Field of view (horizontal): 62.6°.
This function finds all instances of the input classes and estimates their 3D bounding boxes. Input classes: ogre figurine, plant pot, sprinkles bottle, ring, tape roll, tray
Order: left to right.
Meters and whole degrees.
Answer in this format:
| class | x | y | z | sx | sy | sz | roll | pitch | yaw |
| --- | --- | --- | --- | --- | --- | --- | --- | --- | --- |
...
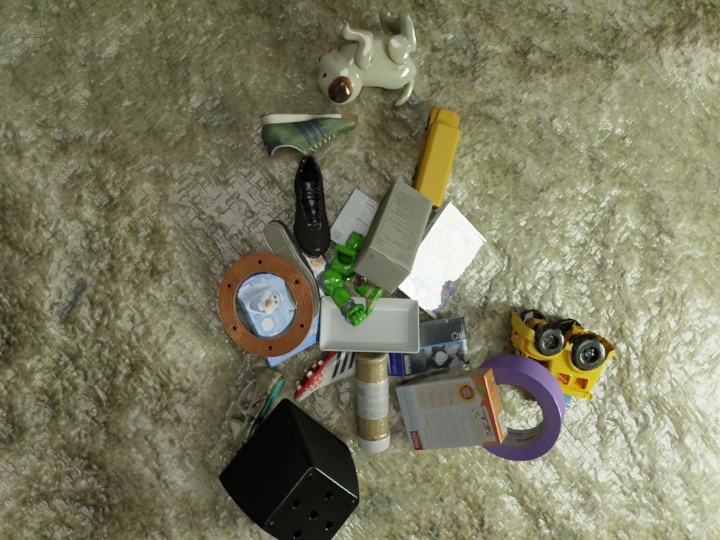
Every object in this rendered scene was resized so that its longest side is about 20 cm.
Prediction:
| class | x | y | z | sx | sy | sz | roll | pitch | yaw |
| --- | --- | --- | --- | --- | --- | --- | --- | --- | --- |
| ring | -0.181 | 0.066 | 1.136 | 0.195 | 0.019 | 0.206 | 2 | 100 | 13 |
| plant pot | -0.116 | 0.403 | 1.099 | 0.201 | 0.177 | 0.199 | -48 | 116 | -5 |
| ogre figurine | 0.000 | 0.000 | 1.146 | 0.118 | 0.098 | 0.202 | 31 | 80 | 8 |
| tray | 0.018 | 0.108 | 1.165 | 0.195 | 0.022 | 0.110 | 2 | 71 | -3 |
| sprinkles bottle | 0.024 | 0.257 | 1.177 | 0.067 | 0.068 | 0.205 | -4 | 106 | -8 |
| tape roll | 0.306 | 0.276 | 1.189 | 0.196 | 0.065 | 0.205 | 9 | 111 | 24 |

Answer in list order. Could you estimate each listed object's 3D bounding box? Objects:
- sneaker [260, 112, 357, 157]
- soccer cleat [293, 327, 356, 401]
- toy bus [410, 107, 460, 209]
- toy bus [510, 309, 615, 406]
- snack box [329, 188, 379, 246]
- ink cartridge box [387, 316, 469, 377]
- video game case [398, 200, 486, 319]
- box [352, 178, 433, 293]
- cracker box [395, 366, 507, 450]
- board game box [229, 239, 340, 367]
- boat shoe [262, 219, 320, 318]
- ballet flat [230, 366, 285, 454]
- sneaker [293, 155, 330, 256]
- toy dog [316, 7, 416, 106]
| class | x | y | z | sx | sy | sz | roll | pitch | yaw |
| --- | --- | --- | --- | --- | --- | --- | --- | --- | --- |
| sneaker | -0.102 | -0.268 | 1.194 | 0.195 | 0.067 | 0.092 | -2 | 97 | -8 |
| soccer cleat | -0.051 | 0.200 | 1.194 | 0.085 | 0.069 | 0.200 | 46 | 80 | -10 |
| toy bus | 0.154 | -0.233 | 1.218 | 0.064 | 0.078 | 0.205 | 16 | 88 | -7 |
| toy bus | 0.396 | 0.197 | 1.235 | 0.195 | 0.136 | 0.196 | 15 | 103 | -5 |
| snack box | 0.038 | -0.064 | 1.221 | 0.198 | 0.037 | 0.117 | 34 | 87 | -6 |
| ink cartridge box | 0.127 | 0.158 | 1.215 | 0.195 | 0.039 | 0.102 | -9 | 92 | -18 |
| video game case | 0.165 | -0.020 | 1.220 | 0.143 | 0.018 | 0.202 | 38 | 84 | -33 |
| box | 0.064 | -0.068 | 1.119 | 0.094 | 0.078 | 0.202 | 31 | 48 | -8 |
| cracker box | 0.179 | 0.277 | 1.178 | 0.196 | 0.057 | 0.137 | -14 | 92 | 30 |
| board game box | -0.137 | 0.057 | 1.194 | 0.197 | 0.043 | 0.202 | -28 | 94 | -7 |
| boat shoe | -0.125 | -0.006 | 1.149 | 0.066 | 0.057 | 0.203 | -24 | 95 | 16 |
| ballet flat | -0.216 | 0.286 | 1.175 | 0.074 | 0.068 | 0.204 | 21 | 90 | 13 |
| sneaker | -0.100 | -0.128 | 1.153 | 0.074 | 0.091 | 0.205 | -8 | 72 | -7 |
| toy dog | 0.002 | -0.410 | 1.185 | 0.197 | 0.140 | 0.196 | -26 | 129 | -9 |
